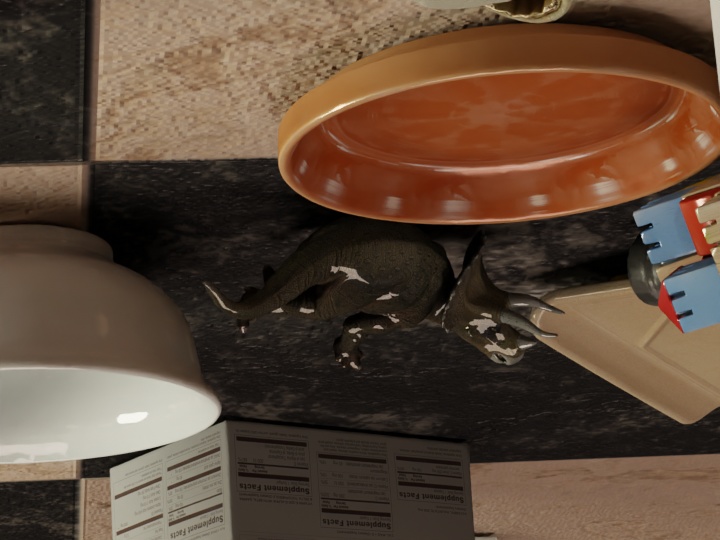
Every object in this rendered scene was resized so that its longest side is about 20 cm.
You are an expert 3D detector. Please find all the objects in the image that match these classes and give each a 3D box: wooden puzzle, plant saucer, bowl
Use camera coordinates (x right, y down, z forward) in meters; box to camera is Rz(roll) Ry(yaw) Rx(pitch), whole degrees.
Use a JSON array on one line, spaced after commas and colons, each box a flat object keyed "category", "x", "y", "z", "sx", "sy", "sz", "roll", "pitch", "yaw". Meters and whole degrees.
[{"category": "wooden puzzle", "x": 0.222, "y": 0.028, "z": 1.473, "sx": 0.200, "sy": 0.037, "sz": 0.185, "roll": -15, "pitch": 151, "yaw": 35}, {"category": "plant saucer", "x": 0.063, "y": -0.065, "z": 1.173, "sx": 0.200, "sy": 0.032, "sz": 0.200, "roll": -4, "pitch": 162, "yaw": -1}, {"category": "bowl", "x": -0.172, "y": 0.034, "z": 1.345, "sx": 0.201, "sy": 0.090, "sz": 0.201, "roll": -4, "pitch": 163, "yaw": -1}]

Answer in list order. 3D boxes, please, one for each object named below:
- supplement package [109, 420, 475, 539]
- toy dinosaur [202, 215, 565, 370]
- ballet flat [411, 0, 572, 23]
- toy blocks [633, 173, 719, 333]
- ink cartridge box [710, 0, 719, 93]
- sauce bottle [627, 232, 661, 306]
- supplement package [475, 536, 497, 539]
[{"category": "supplement package", "x": -0.046, "y": 0.179, "z": 1.820, "sx": 0.200, "sy": 0.111, "sz": 0.156, "roll": 9, "pitch": 159, "yaw": -34}, {"category": "toy dinosaur", "x": 0.000, "y": 0.000, "z": 1.339, "sx": 0.102, "sy": 0.077, "sz": 0.200, "roll": -30, "pitch": 146, "yaw": 33}, {"category": "ballet flat", "x": 0.004, "y": -0.127, "z": 0.901, "sx": 0.200, "sy": 0.062, "sz": 0.067, "roll": 11, "pitch": 158, "yaw": -39}, {"category": "toy blocks", "x": 0.188, "y": -0.024, "z": 1.178, "sx": 0.137, "sy": 0.100, "sz": 0.200, "roll": -19, "pitch": -174, "yaw": 31}, {"category": "ink cartridge box", "x": 0.196, "y": -0.070, "z": 0.892, "sx": 0.145, "sy": 0.200, "sz": 0.084, "roll": -3, "pitch": 163, "yaw": -3}, {"category": "sauce bottle", "x": 0.221, "y": -0.007, "z": 1.319, "sx": 0.066, "sy": 0.066, "sz": 0.200, "roll": 12, "pitch": 171, "yaw": -41}, {"category": "supplement package", "x": -0.002, "y": 0.302, "z": 2.164, "sx": 0.200, "sy": 0.151, "sz": 0.152, "roll": 3, "pitch": 161, "yaw": -20}]
